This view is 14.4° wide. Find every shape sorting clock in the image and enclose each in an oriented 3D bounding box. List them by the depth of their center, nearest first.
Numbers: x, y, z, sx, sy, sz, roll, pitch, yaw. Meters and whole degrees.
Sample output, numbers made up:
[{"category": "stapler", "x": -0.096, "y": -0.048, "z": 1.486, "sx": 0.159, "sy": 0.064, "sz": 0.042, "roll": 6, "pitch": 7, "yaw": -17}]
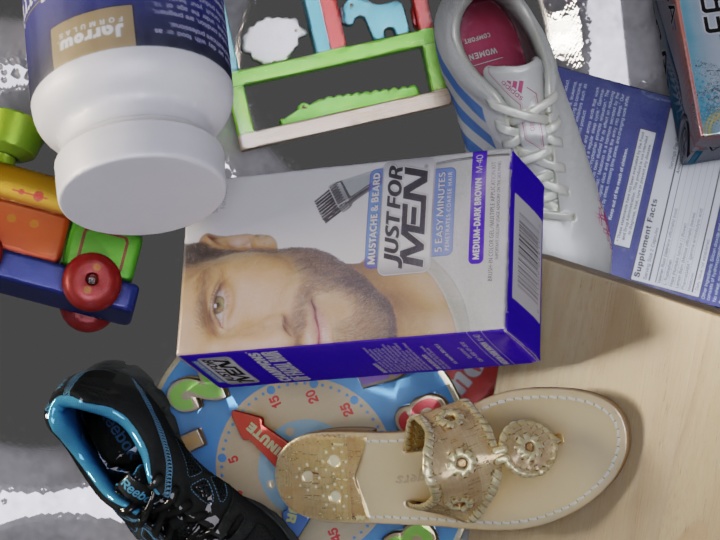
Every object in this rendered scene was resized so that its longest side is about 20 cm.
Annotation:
[{"category": "shape sorting clock", "x": -0.032, "y": 0.115, "z": 1.666, "sx": 0.200, "sy": 0.039, "sz": 0.200, "roll": 1, "pitch": 94, "yaw": 11}]

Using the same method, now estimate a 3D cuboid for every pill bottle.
[{"category": "pill bottle", "x": -0.132, "y": -0.128, "z": 1.610, "sx": 0.115, "sy": 0.116, "sz": 0.200, "roll": -6, "pitch": 63, "yaw": -5}]

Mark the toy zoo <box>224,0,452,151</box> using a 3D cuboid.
[{"category": "toy zoo", "x": -0.030, "y": -0.182, "z": 1.701, "sx": 0.131, "sy": 0.020, "sz": 0.200, "roll": -12, "pitch": 89, "yaw": -5}]

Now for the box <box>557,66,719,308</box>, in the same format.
[{"category": "box", "x": 0.162, "y": -0.047, "z": 1.702, "sx": 0.200, "sy": 0.032, "sz": 0.121, "roll": 15, "pitch": 80, "yaw": -5}]

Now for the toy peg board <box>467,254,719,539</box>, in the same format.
[{"category": "toy peg board", "x": 0.175, "y": 0.110, "z": 1.600, "sx": 0.098, "sy": 0.199, "sz": 0.200, "roll": 1, "pitch": 103, "yaw": -47}]

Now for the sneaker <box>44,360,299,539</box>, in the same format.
[{"category": "sneaker", "x": -0.108, "y": 0.140, "z": 1.625, "sx": 0.200, "sy": 0.082, "sz": 0.073, "roll": 46, "pitch": 104, "yaw": 8}]

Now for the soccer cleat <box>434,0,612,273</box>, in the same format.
[{"category": "soccer cleat", "x": 0.092, "y": -0.076, "z": 1.638, "sx": 0.070, "sy": 0.086, "sz": 0.200, "roll": -21, "pitch": 85, "yaw": -10}]

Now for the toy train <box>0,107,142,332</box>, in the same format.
[{"category": "toy train", "x": -0.217, "y": -0.044, "z": 1.656, "sx": 0.200, "sy": 0.085, "sz": 0.116, "roll": 15, "pitch": 77, "yaw": -4}]

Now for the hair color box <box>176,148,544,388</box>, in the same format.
[{"category": "hair color box", "x": 0.000, "y": 0.000, "z": 1.609, "sx": 0.200, "sy": 0.065, "sz": 0.110, "roll": -6, "pitch": 68, "yaw": 23}]

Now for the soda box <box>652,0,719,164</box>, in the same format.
[{"category": "soda box", "x": 0.207, "y": -0.168, "z": 1.680, "sx": 0.063, "sy": 0.068, "sz": 0.200, "roll": -7, "pitch": 78, "yaw": -5}]

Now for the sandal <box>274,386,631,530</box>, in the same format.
[{"category": "sandal", "x": 0.040, "y": 0.112, "z": 1.572, "sx": 0.211, "sy": 0.070, "sz": 0.078, "roll": -8, "pitch": 92, "yaw": 25}]

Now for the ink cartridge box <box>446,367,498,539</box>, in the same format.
[{"category": "ink cartridge box", "x": 0.099, "y": 0.100, "z": 1.690, "sx": 0.200, "sy": 0.050, "sz": 0.162, "roll": 41, "pitch": 85, "yaw": -6}]
